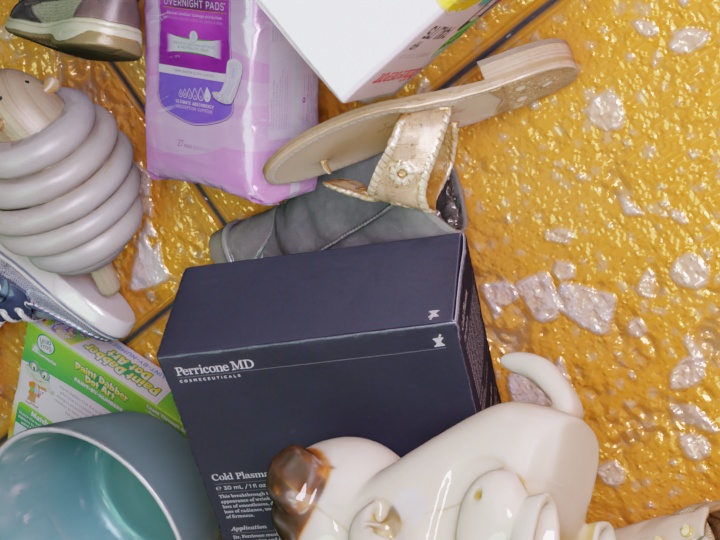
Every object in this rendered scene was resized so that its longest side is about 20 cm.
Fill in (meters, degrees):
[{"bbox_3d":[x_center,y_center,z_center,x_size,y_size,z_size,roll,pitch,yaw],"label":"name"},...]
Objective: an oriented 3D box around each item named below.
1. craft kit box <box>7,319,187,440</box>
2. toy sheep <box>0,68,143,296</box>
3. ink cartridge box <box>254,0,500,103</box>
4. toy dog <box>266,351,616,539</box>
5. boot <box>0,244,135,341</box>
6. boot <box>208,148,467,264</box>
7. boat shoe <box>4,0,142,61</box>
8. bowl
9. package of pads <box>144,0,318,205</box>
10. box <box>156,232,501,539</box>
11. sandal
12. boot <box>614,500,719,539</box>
[{"bbox_3d":[-0.208,0.158,1.352,0.199,0.048,0.198,31,128,18],"label":"craft kit box"},{"bbox_3d":[-0.227,-0.064,1.209,0.137,0.138,0.201,-1,132,34],"label":"toy sheep"},{"bbox_3d":[0.033,-0.215,0.904,0.200,0.147,0.146,-40,88,17],"label":"ink cartridge box"},{"bbox_3d":[0.037,0.147,0.961,0.199,0.139,0.195,-6,79,29],"label":"toy dog"},{"bbox_3d":[-0.276,0.019,1.294,0.200,0.073,0.091,35,101,18],"label":"boot"},{"bbox_3d":[0.000,0.002,1.131,0.199,0.073,0.182,-26,98,32],"label":"boot"},{"bbox_3d":[-0.197,-0.186,1.142,0.201,0.071,0.066,21,96,62],"label":"boat shoe"},{"bbox_3d":[-0.183,0.190,1.258,0.200,0.105,0.202,15,119,28],"label":"bowl"},{"bbox_3d":[-0.086,-0.151,1.081,0.120,0.075,0.201,14,109,37],"label":"package of pads"},{"bbox_3d":[-0.011,0.087,1.082,0.199,0.104,0.183,-7,124,11],"label":"box"},{"bbox_3d":[0.042,-0.072,1.004,0.211,0.078,0.070,-22,75,10],"label":"sandal"},{"bbox_3d":[0.159,0.208,1.030,0.155,0.200,0.073,-23,85,37],"label":"boot"}]
